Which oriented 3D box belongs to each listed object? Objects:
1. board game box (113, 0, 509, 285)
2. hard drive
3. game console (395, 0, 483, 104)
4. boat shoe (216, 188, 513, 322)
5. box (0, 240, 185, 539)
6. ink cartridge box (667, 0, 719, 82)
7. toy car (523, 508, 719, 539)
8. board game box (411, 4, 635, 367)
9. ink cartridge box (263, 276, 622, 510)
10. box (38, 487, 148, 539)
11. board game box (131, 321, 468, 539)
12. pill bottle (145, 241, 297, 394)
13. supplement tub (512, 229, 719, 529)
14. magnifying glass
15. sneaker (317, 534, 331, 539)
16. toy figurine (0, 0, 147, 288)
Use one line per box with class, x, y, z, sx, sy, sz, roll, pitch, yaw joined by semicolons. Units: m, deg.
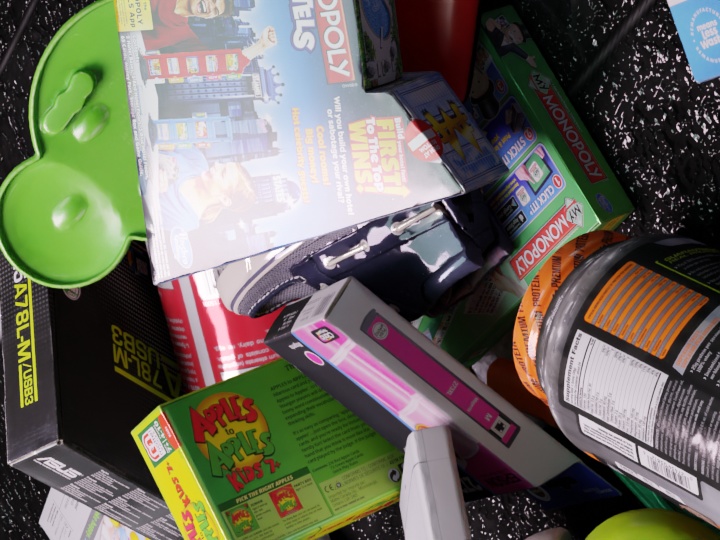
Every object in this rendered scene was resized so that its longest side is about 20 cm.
board game box;-0.026;-0.095;1.336;0.199;0.062;0.200;0;104;28
hard drive;0.052;0.201;1.370;0.132;0.027;0.200;94;166;-66
game console;0.008;-0.208;1.389;0.172;0.119;0.200;15;114;18
boat shoe;0.000;0.000;1.423;0.200;0.075;0.093;-38;78;43
box;-0.150;0.065;1.582;0.047;0.200;0.193;-26;53;22
ink cartridge box;0.176;-0.199;1.140;0.116;0.068;0.200;-18;93;56
toy car;0.153;0.227;1.289;0.175;0.150;0.200;0;111;16
board game box;0.065;-0.040;1.420;0.135;0.029;0.200;60;145;12
ink cartridge box;0.045;0.081;1.403;0.200;0.037;0.095;37;158;-13
box;-0.160;0.217;1.869;0.200;0.041;0.156;52;143;22
board game box;-0.022;0.097;1.462;0.102;0.200;0.048;62;146;10
pill bottle;-0.060;0.048;1.570;0.112;0.112;0.200;3;110;54
supplement tub;0.176;0.057;1.231;0.200;0.122;0.123;29;130;45
magnifying glass;0.143;0.090;1.392;0.200;0.022;0.080;23;126;45
sneaker;-0.070;0.151;1.676;0.200;0.074;0.116;35;137;42
toy figurine;-0.136;-0.092;1.547;0.150;0.200;0.184;40;-171;-10
